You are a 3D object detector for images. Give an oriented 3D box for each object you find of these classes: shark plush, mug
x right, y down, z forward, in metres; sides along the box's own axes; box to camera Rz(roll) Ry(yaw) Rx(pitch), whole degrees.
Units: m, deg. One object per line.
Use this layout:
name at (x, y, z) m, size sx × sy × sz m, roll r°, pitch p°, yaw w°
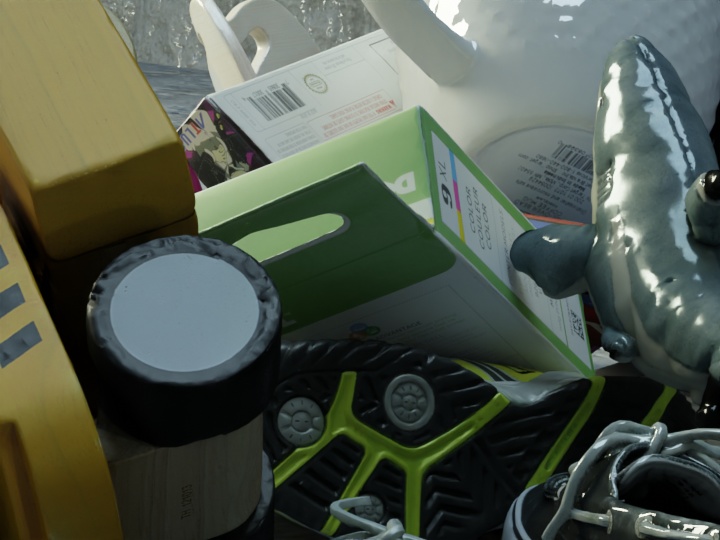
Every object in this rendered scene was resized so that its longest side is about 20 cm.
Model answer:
shark plush at (0.106, -0.004, 0.924) m, size 0.090 × 0.084 × 0.200 m, roll 10°, pitch 27°, yaw -5°
mug at (0.067, -0.108, 1.169) m, size 0.200 × 0.176 × 0.147 m, roll 34°, pitch -50°, yaw -27°

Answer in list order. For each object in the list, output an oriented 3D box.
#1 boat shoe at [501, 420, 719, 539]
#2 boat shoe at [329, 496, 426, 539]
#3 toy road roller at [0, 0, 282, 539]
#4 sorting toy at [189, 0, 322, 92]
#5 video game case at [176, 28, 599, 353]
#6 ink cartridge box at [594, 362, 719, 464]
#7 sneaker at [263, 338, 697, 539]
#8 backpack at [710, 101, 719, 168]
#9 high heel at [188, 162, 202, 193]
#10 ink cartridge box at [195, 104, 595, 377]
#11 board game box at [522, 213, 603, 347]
boat shoe at (0.094, 0.083, 0.856) m, size 0.073 × 0.069 × 0.199 m, roll 4°, pitch 8°, yaw -9°
boat shoe at (-0.006, 0.097, 0.709) m, size 0.199 × 0.062 × 0.075 m, roll -1°, pitch 8°, yaw -42°
toy road roller at (-0.115, 0.017, 0.826) m, size 0.145 × 0.123 × 0.201 m, roll -17°, pitch 55°, yaw -17°
sorting toy at (-0.024, -0.057, 1.342) m, size 0.106 × 0.181 × 0.200 m, roll -28°, pitch -3°, yaw 15°
video game case at (0.029, -0.021, 1.200) m, size 0.181 × 0.036 × 0.200 m, roll 48°, pitch 30°, yaw 7°
ink cartridge box at (0.209, 0.069, 1.133) m, size 0.199 × 0.045 × 0.176 m, roll 9°, pitch 10°, yaw 29°
sneaker at (0.026, 0.067, 0.978) m, size 0.199 × 0.076 × 0.076 m, roll 10°, pitch -7°, yaw -29°
backpack at (0.217, -0.039, 1.239) m, size 0.134 × 0.201 × 0.183 m, roll 15°, pitch -8°, yaw 8°
high heel at (-0.103, 0.004, 1.025) m, size 0.067 × 0.097 × 0.200 m, roll -31°, pitch -12°, yaw 25°
ink cartridge box at (0.000, 0.000, 0.999) m, size 0.103 × 0.060 × 0.200 m, roll -20°, pitch -33°, yaw 20°
board game box at (0.142, 0.017, 1.077) m, size 0.199 × 0.020 × 0.103 m, roll 11°, pitch -18°, yaw 42°
